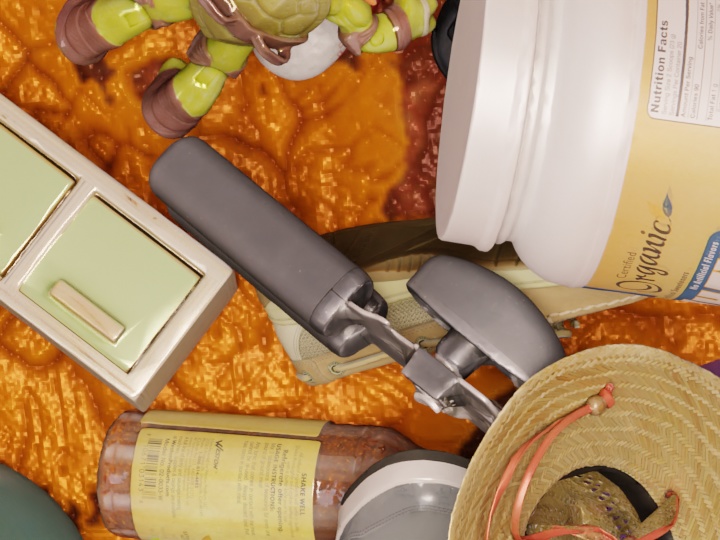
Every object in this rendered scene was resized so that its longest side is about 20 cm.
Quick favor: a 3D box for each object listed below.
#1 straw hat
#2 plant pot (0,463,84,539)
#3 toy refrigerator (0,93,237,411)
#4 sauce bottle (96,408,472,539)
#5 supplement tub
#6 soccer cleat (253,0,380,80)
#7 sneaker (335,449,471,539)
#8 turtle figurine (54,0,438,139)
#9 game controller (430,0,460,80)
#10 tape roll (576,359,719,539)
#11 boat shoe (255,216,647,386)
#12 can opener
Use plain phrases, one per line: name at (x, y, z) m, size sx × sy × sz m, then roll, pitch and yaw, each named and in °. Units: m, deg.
straw hat at (0.086, 0.122, 0.878) m, size 0.085 × 0.201 × 0.202 m, roll 0°, pitch 106°, yaw 53°
plant pot at (-0.210, 0.174, 1.001) m, size 0.200 × 0.161 × 0.201 m, roll 3°, pitch 102°, yaw 14°
toy refrigerator at (-0.158, -0.026, 0.978) m, size 0.200 × 0.070 × 0.076 m, roll 37°, pitch 82°, yaw 4°
sauce bottle at (-0.020, 0.101, 0.987) m, size 0.199 × 0.066 × 0.066 m, roll 4°, pitch 103°, yaw 15°
supplement tub at (0.136, -0.059, 0.824) m, size 0.199 × 0.145 × 0.145 m, roll 7°, pitch 104°, yaw -3°
soccer cleat at (-0.006, -0.174, 0.911) m, size 0.068 × 0.085 × 0.200 m, roll 27°, pitch 107°, yaw 7°
sneaker at (0.008, 0.178, 0.929) m, size 0.083 × 0.121 × 0.200 m, roll 10°, pitch 135°, yaw -8°
turtle figurine at (-0.040, -0.110, 0.880) m, size 0.200 × 0.065 × 0.161 m, roll 27°, pitch 141°, yaw -33°
game controller at (0.131, -0.079, 0.928) m, size 0.200 × 0.042 × 0.104 m, roll 36°, pitch 94°, yaw 4°
tape roll at (0.187, 0.140, 0.944) m, size 0.199 × 0.066 × 0.201 m, roll 3°, pitch 103°, yaw 14°
boat shoe at (0.049, 0.012, 0.942) m, size 0.200 × 0.073 × 0.063 m, roll -10°, pitch 115°, yaw 26°
can opener at (0.000, 0.000, 0.904) m, size 0.200 × 0.053 × 0.067 m, roll 39°, pitch 82°, yaw 24°
